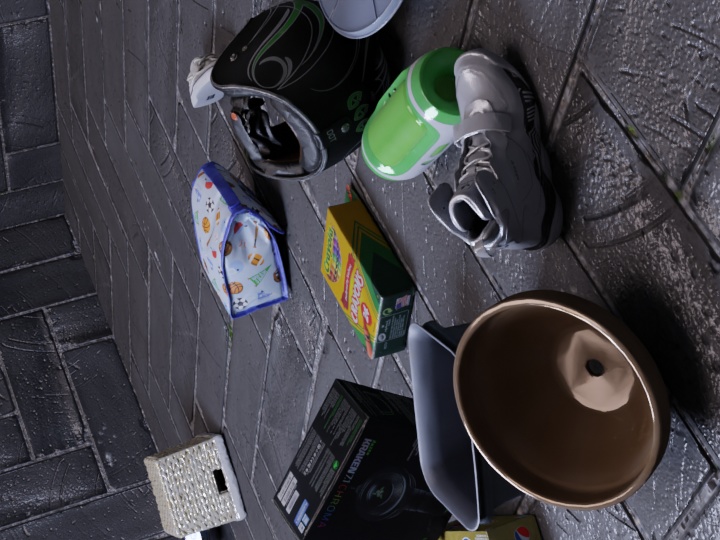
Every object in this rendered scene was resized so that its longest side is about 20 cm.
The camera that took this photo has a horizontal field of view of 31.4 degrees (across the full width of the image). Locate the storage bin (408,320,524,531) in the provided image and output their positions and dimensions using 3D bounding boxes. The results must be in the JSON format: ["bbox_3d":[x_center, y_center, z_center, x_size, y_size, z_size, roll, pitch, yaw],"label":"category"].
[{"bbox_3d":[0.136,0.136,1.291,0.146,0.134,0.200,-143,42,-59],"label":"storage bin"}]

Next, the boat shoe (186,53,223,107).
[{"bbox_3d":[-0.244,-0.316,2.061,0.200,0.072,0.066,160,89,-78],"label":"boat shoe"}]

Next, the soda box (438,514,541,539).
[{"bbox_3d":[0.146,0.330,1.509,0.200,0.064,0.068,148,106,-70],"label":"soda box"}]

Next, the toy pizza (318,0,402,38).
[{"bbox_3d":[0.013,-0.345,1.354,0.200,0.032,0.200,-5,83,56],"label":"toy pizza"}]

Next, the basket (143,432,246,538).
[{"bbox_3d":[-0.372,0.477,2.846,0.200,0.161,0.198,160,93,-72],"label":"basket"}]

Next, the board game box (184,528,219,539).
[{"bbox_3d":[-0.391,0.576,3.036,0.200,0.041,0.200,-10,-95,-88],"label":"board game box"}]

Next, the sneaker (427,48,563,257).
[{"bbox_3d":[0.114,-0.106,1.179,0.075,0.115,0.200,-19,89,43],"label":"sneaker"}]

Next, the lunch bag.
[{"bbox_3d":[-0.197,-0.057,2.047,0.170,0.124,0.200,50,157,49],"label":"lunch bag"}]

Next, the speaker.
[{"bbox_3d":[0.063,-0.160,1.339,0.200,0.088,0.088,138,114,-68],"label":"speaker"}]

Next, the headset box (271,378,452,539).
[{"bbox_3d":[0.029,0.240,1.503,0.174,0.200,0.093,-62,36,13],"label":"headset box"}]

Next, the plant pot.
[{"bbox_3d":[0.190,0.103,1.133,0.201,0.093,0.201,16,118,33],"label":"plant pot"}]

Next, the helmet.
[{"bbox_3d":[-0.063,-0.217,1.477,0.200,0.191,0.200,23,147,16],"label":"helmet"}]

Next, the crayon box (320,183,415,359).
[{"bbox_3d":[0.000,0.000,1.670,0.127,0.051,0.200,97,151,-47],"label":"crayon box"}]
